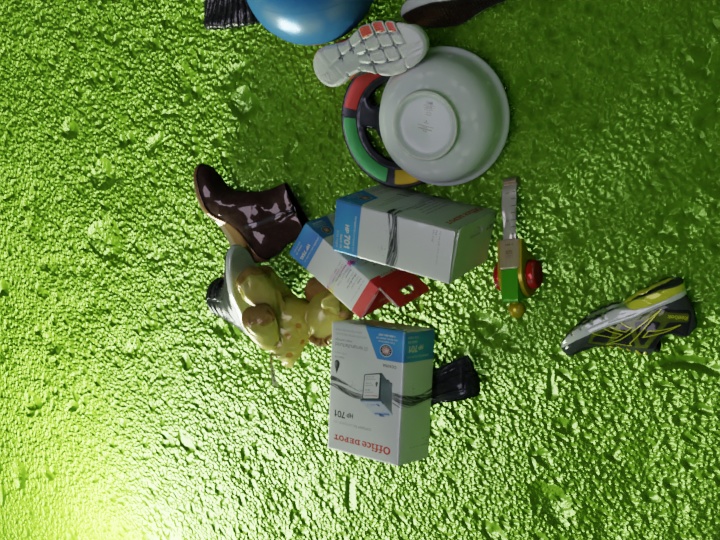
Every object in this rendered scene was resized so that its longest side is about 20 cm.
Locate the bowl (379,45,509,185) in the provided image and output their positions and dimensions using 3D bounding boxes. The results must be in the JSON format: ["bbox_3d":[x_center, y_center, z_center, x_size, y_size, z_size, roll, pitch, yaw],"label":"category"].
[{"bbox_3d":[0.105,-0.210,1.308,0.198,0.090,0.204,7,110,21],"label":"bowl"}]

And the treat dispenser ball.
[{"bbox_3d":[-0.073,-0.425,1.323,0.199,0.200,0.204,10,110,29],"label":"treat dispenser ball"}]

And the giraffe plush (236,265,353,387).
[{"bbox_3d":[-0.093,0.072,1.532,0.160,0.172,0.203,-19,84,13],"label":"giraffe plush"}]

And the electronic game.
[{"bbox_3d":[0.057,-0.225,1.399,0.198,0.041,0.203,10,110,30],"label":"electronic game"}]

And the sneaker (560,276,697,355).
[{"bbox_3d":[0.368,0.085,1.277,0.199,0.074,0.085,-30,88,35],"label":"sneaker"}]

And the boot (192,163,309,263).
[{"bbox_3d":[-0.182,-0.118,1.570,0.165,0.072,0.202,-25,97,33],"label":"boot"}]

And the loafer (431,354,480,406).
[{"bbox_3d":[0.105,0.183,1.484,0.199,0.068,0.071,-20,73,39],"label":"loafer"}]

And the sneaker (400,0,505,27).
[{"bbox_3d":[0.143,-0.400,1.289,0.198,0.072,0.086,-9,69,40],"label":"sneaker"}]

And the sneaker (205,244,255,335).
[{"bbox_3d":[-0.232,0.026,1.611,0.098,0.071,0.202,22,141,26],"label":"sneaker"}]

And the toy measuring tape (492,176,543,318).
[{"bbox_3d":[0.230,-0.031,1.351,0.073,0.073,0.203,-5,80,33],"label":"toy measuring tape"}]

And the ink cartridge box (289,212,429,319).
[{"bbox_3d":[0.000,0.000,1.458,0.200,0.116,0.068,42,121,15],"label":"ink cartridge box"}]

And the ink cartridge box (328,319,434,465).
[{"bbox_3d":[0.031,0.184,1.437,0.145,0.085,0.203,5,93,38],"label":"ink cartridge box"}]

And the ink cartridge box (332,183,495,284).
[{"bbox_3d":[0.079,-0.060,1.371,0.198,0.146,0.087,18,112,27],"label":"ink cartridge box"}]

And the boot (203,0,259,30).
[{"bbox_3d":[-0.173,-0.466,1.445,0.209,0.079,0.160,-2,97,43],"label":"boot"}]

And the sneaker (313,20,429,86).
[{"bbox_3d":[0.023,-0.321,1.331,0.198,0.082,0.078,-2,114,39],"label":"sneaker"}]
